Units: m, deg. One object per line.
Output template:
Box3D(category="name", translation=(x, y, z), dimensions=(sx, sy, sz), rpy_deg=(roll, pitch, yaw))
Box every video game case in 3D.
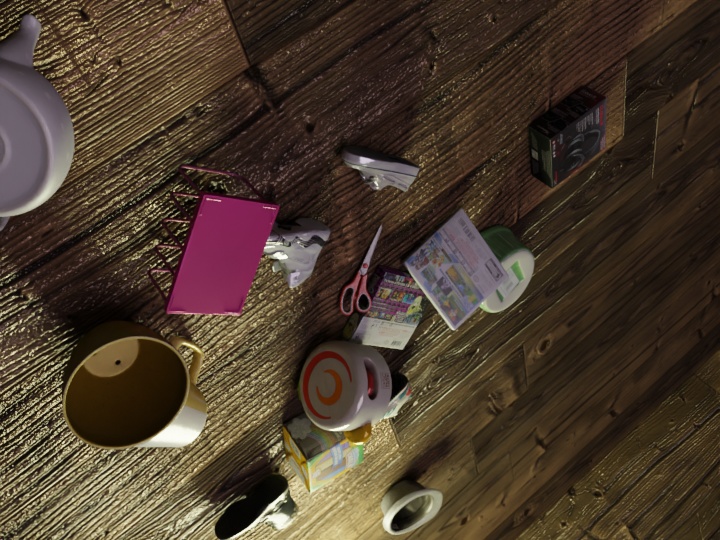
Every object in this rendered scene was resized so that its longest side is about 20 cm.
Box3D(category="video game case", translation=(0.070, 0.088, 1.646), dimensions=(0.197, 0.036, 0.184), rpy_deg=(12, 113, -47))
Box3D(category="video game case", translation=(0.215, -0.003, 1.630), dimensions=(0.182, 0.022, 0.201), rpy_deg=(-41, 106, -9))

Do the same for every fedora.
Box3D(category="fedora", translation=(0.138, 0.685, 2.150), dimensions=(0.196, 0.091, 0.180), rpy_deg=(-20, 132, -21))

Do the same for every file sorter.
Box3D(category="file sorter", translation=(-0.246, -0.050, 1.173), dimensions=(0.137, 0.125, 0.204), rpy_deg=(4, 118, -42))

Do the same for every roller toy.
Box3D(category="roller toy", translation=(-0.027, 0.250, 1.565), dimensions=(0.138, 0.199, 0.185), rpy_deg=(14, 111, -52))

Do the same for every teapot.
Box3D(category="teapot", translation=(-0.438, -0.170, 0.895), dimensions=(0.196, 0.147, 0.200), rpy_deg=(-27, 114, 7))

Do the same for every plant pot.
Box3D(category="plant pot", translation=(-0.393, 0.162, 1.185), dimensions=(0.196, 0.142, 0.205), rpy_deg=(-15, 123, -25))

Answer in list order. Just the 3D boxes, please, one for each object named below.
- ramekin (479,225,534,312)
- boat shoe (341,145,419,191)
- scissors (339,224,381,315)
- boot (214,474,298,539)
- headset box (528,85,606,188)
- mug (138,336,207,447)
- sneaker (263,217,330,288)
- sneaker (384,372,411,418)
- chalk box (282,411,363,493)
Box3D(category="ramekin", translation=(0.330, 0.003, 1.766), dimensions=(0.197, 0.098, 0.204), rpy_deg=(-25, 135, -26))
Box3D(category="boat shoe", translation=(0.036, -0.183, 1.365), dimensions=(0.197, 0.073, 0.067), rpy_deg=(6, 113, -44))
Box3D(category="scissors", translation=(0.000, 0.000, 1.522), dimensions=(0.071, 0.014, 0.205), rpy_deg=(4, 110, -12))
Box3D(category="boot", translation=(-0.240, 0.595, 1.744), dimensions=(0.202, 0.073, 0.156), rpy_deg=(-36, 141, -16))
Box3D(category="headset box", translation=(0.484, -0.311, 1.672), dimensions=(0.198, 0.077, 0.151), rpy_deg=(-34, 139, -14))
Box3D(category="mug", translation=(-0.341, 0.239, 1.313), dimensions=(0.186, 0.150, 0.153), rpy_deg=(-42, 149, 3))
Box3D(category="sneaker", translation=(-0.146, -0.030, 1.320), dimensions=(0.197, 0.075, 0.117), rpy_deg=(-6, 123, -44))
Box3D(category="sneaker", translation=(0.052, 0.351, 1.815), dimensions=(0.199, 0.070, 0.094), rpy_deg=(-41, 135, -14))
Box3D(category="chalk box", translation=(-0.068, 0.392, 1.697), dimensions=(0.196, 0.124, 0.126), rpy_deg=(-23, 134, -26))
